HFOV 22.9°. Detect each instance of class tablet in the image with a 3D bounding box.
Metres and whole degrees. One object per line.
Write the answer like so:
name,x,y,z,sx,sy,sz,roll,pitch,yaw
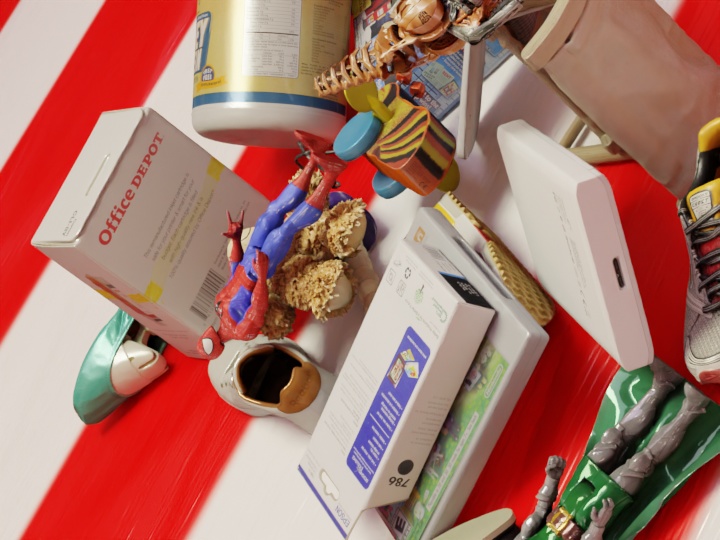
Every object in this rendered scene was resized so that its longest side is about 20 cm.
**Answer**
tablet,0.095,-0.199,1.443,0.130,0.014,0.201,-63,-22,-74

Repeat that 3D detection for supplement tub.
supplement tub,-0.081,-0.221,1.647,0.144,0.144,0.201,-2,84,49

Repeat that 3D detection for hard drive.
hard drive,0.145,-0.023,1.224,0.027,0.133,0.200,-19,17,-5

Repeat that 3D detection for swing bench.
swing bench,0.161,-0.159,1.309,0.130,0.199,0.200,-57,34,-8

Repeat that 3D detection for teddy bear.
teddy bear,-0.057,-0.011,1.465,0.200,0.066,0.146,35,109,63

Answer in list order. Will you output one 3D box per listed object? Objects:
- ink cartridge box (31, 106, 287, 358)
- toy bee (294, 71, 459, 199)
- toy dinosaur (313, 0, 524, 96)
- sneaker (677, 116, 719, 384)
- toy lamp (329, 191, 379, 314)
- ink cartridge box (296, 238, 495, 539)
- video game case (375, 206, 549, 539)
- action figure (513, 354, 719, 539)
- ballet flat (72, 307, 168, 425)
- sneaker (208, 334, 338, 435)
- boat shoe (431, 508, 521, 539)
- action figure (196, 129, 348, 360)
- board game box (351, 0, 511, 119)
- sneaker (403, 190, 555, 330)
ink cartridge box,-0.171,-0.032,1.584,0.083,0.200,0.146,1,59,50
toy bee,0.023,-0.124,1.486,0.200,0.131,0.109,25,75,42
toy dinosaur,0.045,-0.196,1.227,0.199,0.102,0.136,-26,54,1
sneaker,0.240,-0.014,1.185,0.078,0.082,0.201,-19,46,39
toy lamp,0.000,0.000,1.481,0.058,0.058,0.200,-43,34,13
ink cartridge box,0.023,0.088,1.284,0.201,0.039,0.099,-65,35,18
video game case,0.048,0.082,1.303,0.201,0.022,0.182,-65,34,21
action figure,0.153,0.151,1.166,0.200,0.055,0.118,-54,36,4
ballet flat,-0.200,0.058,1.663,0.070,0.067,0.201,17,74,40
sneaker,-0.083,0.080,1.482,0.200,0.085,0.073,13,71,55
boat shoe,0.034,0.238,1.221,0.201,0.063,0.074,-37,3,0
action figure,-0.079,-0.013,1.413,0.065,0.051,0.201,49,118,48
board game box,0.088,-0.237,1.594,0.199,0.062,0.201,-33,38,25
sneaker,0.080,0.018,1.361,0.090,0.075,0.200,-46,25,9
